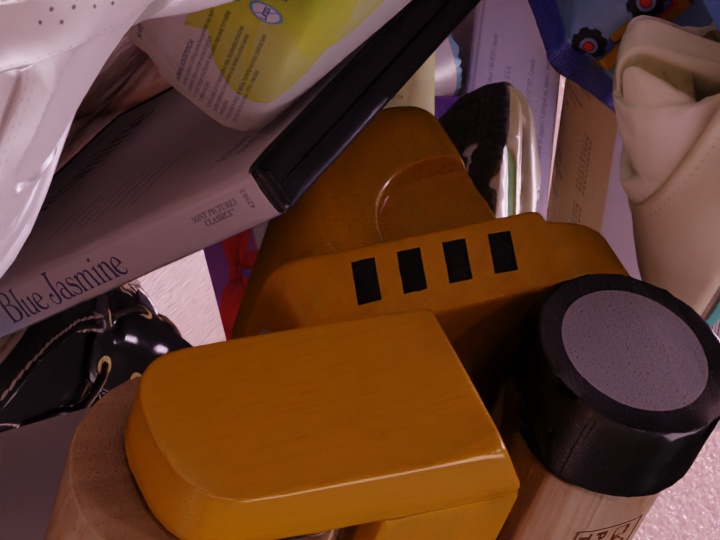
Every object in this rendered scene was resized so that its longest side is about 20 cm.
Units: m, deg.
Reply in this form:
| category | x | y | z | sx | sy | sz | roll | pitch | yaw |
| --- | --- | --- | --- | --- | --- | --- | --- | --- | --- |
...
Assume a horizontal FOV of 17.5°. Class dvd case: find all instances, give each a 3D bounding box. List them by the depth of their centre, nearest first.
| category | x | y | z | sx | sy | sz | roll | pitch | yaw |
| --- | --- | --- | --- | --- | --- | --- | --- | --- | --- |
| dvd case | -0.053 | -0.036 | 0.719 | 0.199 | 0.018 | 0.143 | -22 | -159 | 46 |

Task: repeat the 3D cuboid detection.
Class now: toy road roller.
| category | x | y | z | sx | sy | sz | roll | pitch | yaw |
| --- | --- | --- | --- | --- | --- | --- | --- | --- | --- |
| toy road roller | -0.009 | 0.038 | 0.657 | 0.199 | 0.146 | 0.123 | -11 | 143 | -29 |

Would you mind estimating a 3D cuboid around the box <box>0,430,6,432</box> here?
| category | x | y | z | sx | sy | sz | roll | pitch | yaw |
| --- | --- | --- | --- | --- | --- | --- | --- | --- | --- |
| box | -0.213 | 0.111 | 0.980 | 0.137 | 0.038 | 0.200 | -47 | 177 | 21 |

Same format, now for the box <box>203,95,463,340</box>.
| category | x | y | z | sx | sy | sz | roll | pitch | yaw |
| --- | --- | --- | --- | --- | --- | --- | --- | --- | --- |
| box | 0.018 | 0.053 | 0.872 | 0.039 | 0.201 | 0.136 | -1 | 160 | -46 |

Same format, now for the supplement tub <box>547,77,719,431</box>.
| category | x | y | z | sx | sy | sz | roll | pitch | yaw |
| --- | --- | --- | --- | --- | --- | --- | --- | --- | --- |
| supplement tub | 0.150 | -0.053 | 0.926 | 0.145 | 0.144 | 0.201 | -42 | 146 | -48 |

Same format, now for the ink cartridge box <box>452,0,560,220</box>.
| category | x | y | z | sx | sy | sz | roll | pitch | yaw |
| --- | --- | --- | --- | --- | --- | --- | --- | --- | --- |
| ink cartridge box | 0.036 | -0.067 | 1.006 | 0.176 | 0.044 | 0.201 | 128 | -25 | -55 |

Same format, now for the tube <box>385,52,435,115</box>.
| category | x | y | z | sx | sy | sz | roll | pitch | yaw |
| --- | --- | --- | --- | --- | --- | --- | --- | --- | --- |
| tube | 0.000 | 0.000 | 0.829 | 0.058 | 0.202 | 0.052 | -3 | 175 | -29 |

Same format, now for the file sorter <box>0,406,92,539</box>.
| category | x | y | z | sx | sy | sz | roll | pitch | yaw |
| --- | --- | --- | --- | --- | --- | --- | --- | --- | --- |
| file sorter | -0.108 | 0.132 | 0.783 | 0.199 | 0.125 | 0.139 | -16 | -163 | -1 |

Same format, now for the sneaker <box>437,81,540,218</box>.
| category | x | y | z | sx | sy | sz | roll | pitch | yaw |
| --- | --- | --- | --- | --- | --- | --- | --- | --- | --- |
| sneaker | 0.055 | 0.038 | 0.787 | 0.088 | 0.202 | 0.077 | 6 | 170 | -35 |

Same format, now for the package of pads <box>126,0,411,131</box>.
| category | x | y | z | sx | sy | sz | roll | pitch | yaw |
| --- | --- | --- | --- | --- | --- | --- | --- | --- | --- |
| package of pads | 0.024 | -0.137 | 0.603 | 0.200 | 0.068 | 0.155 | -44 | 175 | -23 |

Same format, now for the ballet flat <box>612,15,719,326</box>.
| category | x | y | z | sx | sy | sz | roll | pitch | yaw |
| --- | --- | --- | --- | --- | --- | --- | --- | --- | --- |
| ballet flat | 0.105 | -0.068 | 0.635 | 0.069 | 0.069 | 0.201 | -42 | 162 | -52 |

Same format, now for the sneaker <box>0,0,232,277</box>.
| category | x | y | z | sx | sy | sz | roll | pitch | yaw |
| --- | --- | --- | --- | --- | --- | --- | --- | --- | --- |
| sneaker | -0.062 | -0.069 | 0.407 | 0.200 | 0.078 | 0.100 | -53 | 174 | -35 |

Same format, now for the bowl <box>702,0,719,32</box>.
| category | x | y | z | sx | sy | sz | roll | pitch | yaw |
| --- | --- | --- | --- | --- | --- | --- | --- | --- | --- |
| bowl | 0.162 | -0.106 | 0.545 | 0.201 | 0.201 | 0.039 | -44 | -174 | -13 |

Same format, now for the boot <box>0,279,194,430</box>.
| category | x | y | z | sx | sy | sz | roll | pitch | yaw |
| --- | --- | --- | --- | --- | --- | --- | --- | --- | --- |
| boot | -0.091 | 0.068 | 0.984 | 0.073 | 0.151 | 0.200 | -45 | 177 | 7 |

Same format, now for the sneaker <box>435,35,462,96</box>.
| category | x | y | z | sx | sy | sz | roll | pitch | yaw |
| --- | --- | --- | --- | --- | --- | --- | --- | --- | --- |
| sneaker | -0.035 | -0.057 | 0.961 | 0.080 | 0.077 | 0.200 | -22 | 167 | -28 |

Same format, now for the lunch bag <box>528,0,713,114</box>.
| category | x | y | z | sx | sy | sz | roll | pitch | yaw |
| --- | --- | --- | --- | --- | --- | --- | --- | --- | --- |
| lunch bag | 0.109 | -0.154 | 0.737 | 0.150 | 0.201 | 0.094 | -34 | 139 | 17 |
